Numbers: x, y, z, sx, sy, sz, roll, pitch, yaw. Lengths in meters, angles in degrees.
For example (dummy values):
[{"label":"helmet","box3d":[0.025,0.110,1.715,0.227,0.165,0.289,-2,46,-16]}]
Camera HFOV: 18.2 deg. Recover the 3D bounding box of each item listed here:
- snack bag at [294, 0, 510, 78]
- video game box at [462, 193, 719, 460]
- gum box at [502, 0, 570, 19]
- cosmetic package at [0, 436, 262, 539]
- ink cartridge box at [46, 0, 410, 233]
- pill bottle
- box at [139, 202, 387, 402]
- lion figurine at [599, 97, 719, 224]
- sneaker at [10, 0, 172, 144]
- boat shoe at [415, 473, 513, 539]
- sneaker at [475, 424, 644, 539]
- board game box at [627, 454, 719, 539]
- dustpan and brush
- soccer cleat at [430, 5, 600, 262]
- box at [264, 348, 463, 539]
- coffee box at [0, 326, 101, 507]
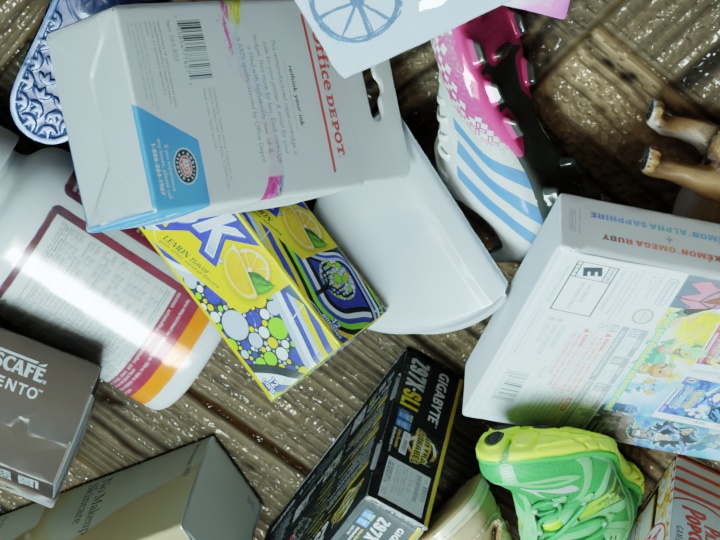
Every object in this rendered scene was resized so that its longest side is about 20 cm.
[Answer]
[{"label":"snack bag","box3d":[0.014,-0.214,1.200,0.188,0.021,0.200,-23,118,26]},{"label":"video game box","box3d":[0.174,0.039,1.349,0.181,0.047,0.200,13,146,-9]},{"label":"gum box","box3d":[0.033,-0.225,1.244,0.199,0.066,0.114,14,126,2]},{"label":"cosmetic package","box3d":[-0.175,0.198,1.547,0.199,0.105,0.071,-23,116,22]},{"label":"ink cartridge box","box3d":[-0.071,-0.092,1.285,0.068,0.199,0.116,-14,86,46]},{"label":"pill bottle","box3d":[-0.179,-0.008,1.406,0.200,0.110,0.110,33,123,-11]},{"label":"box","box3d":[-0.079,-0.027,1.360,0.070,0.064,0.200,-39,88,34]},{"label":"lion figurine","box3d":[0.210,-0.031,1.347,0.122,0.073,0.200,17,139,-9]},{"label":"sneaker","box3d":[-0.144,-0.169,1.324,0.070,0.078,0.200,32,102,-7]},{"label":"boat shoe","box3d":[0.072,0.181,1.442,0.074,0.200,0.069,-42,82,-5]},{"label":"sneaker","box3d":[0.131,0.146,1.407,0.074,0.084,0.200,1,163,28]},{"label":"board game box","box3d":[0.176,0.242,1.476,0.046,0.152,0.200,24,125,-5]},{"label":"dustpan and brush","box3d":[0.000,0.000,1.404,0.200,0.057,0.140,-36,83,32]},{"label":"soccer cleat","box3d":[0.069,-0.086,1.330,0.086,0.070,0.201,-10,117,35]},{"label":"box","box3d":[-0.013,0.169,1.460,0.049,0.160,0.200,30,123,-10]},{"label":"coffee box","box3d":[-0.231,0.089,1.432,0.113,0.080,0.200,23,168,-4]}]
